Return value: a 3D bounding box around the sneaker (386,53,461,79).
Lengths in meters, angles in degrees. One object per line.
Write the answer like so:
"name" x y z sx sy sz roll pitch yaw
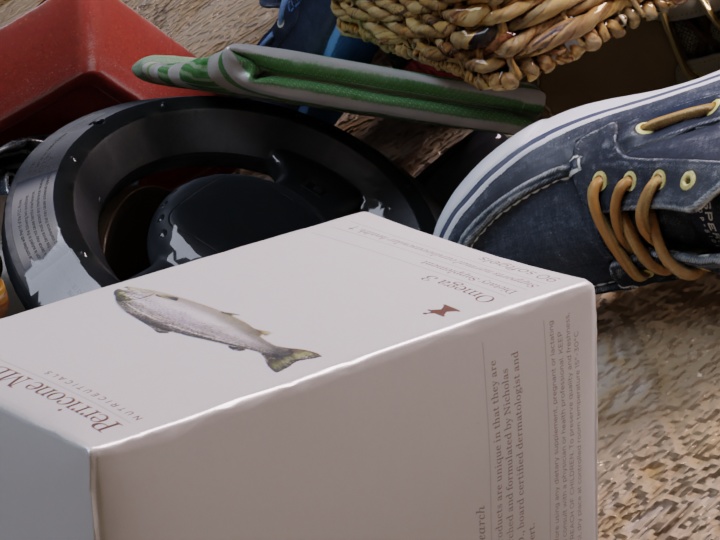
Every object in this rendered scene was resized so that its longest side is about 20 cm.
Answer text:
"sneaker" 0.103 -0.152 1.258 0.200 0.079 0.096 -17 26 36

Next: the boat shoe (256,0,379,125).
"boat shoe" -0.025 -0.132 1.290 0.084 0.069 0.200 -33 -17 -47

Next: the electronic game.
"electronic game" -0.049 -0.007 1.077 0.200 0.200 0.042 -64 -6 -51

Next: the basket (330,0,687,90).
"basket" 0.053 -0.179 1.077 0.143 0.149 0.200 -28 20 -12

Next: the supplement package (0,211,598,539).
"supplement package" -0.033 0.067 0.827 0.200 0.117 0.117 -18 25 -38

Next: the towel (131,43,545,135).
"towel" -0.013 -0.083 1.170 0.152 0.023 0.200 7 3 -15

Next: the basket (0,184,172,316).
"basket" -0.170 0.033 1.171 0.200 0.180 0.136 -12 40 27

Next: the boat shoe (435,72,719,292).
"boat shoe" 0.113 -0.025 0.972 0.200 0.071 0.091 -24 20 18

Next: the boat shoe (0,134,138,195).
"boat shoe" -0.205 -0.015 1.298 0.200 0.091 0.071 -17 57 -16

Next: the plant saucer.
"plant saucer" -0.169 -0.055 1.355 0.199 0.200 0.037 -28 63 15

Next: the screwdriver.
"screwdriver" 0.000 0.000 1.152 0.200 0.028 0.029 -43 -5 -29

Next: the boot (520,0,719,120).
"boot" 0.160 -0.100 1.074 0.200 0.072 0.155 -27 19 8

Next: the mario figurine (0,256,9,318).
"mario figurine" -0.196 0.088 1.053 0.106 0.200 0.123 15 19 20
